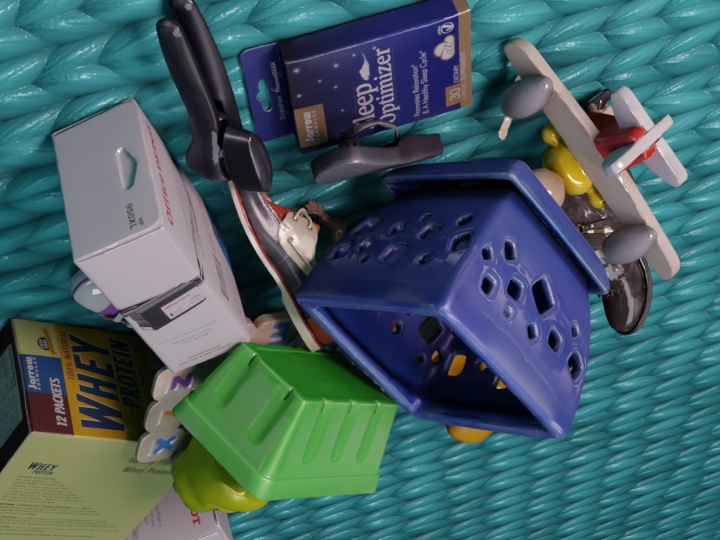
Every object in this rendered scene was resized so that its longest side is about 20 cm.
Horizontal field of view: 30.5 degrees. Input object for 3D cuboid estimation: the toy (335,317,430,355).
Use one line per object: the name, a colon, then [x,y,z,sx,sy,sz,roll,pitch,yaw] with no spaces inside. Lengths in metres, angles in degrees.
toy: [0.059,0.058,1.470,0.114,0.048,0.201,4,138,-29]

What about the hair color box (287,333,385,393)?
hair color box: [-0.065,0.130,1.477,0.099,0.061,0.199,-24,148,30]

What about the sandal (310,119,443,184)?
sandal: [0.010,-0.109,1.170,0.075,0.043,0.200,-13,-177,24]

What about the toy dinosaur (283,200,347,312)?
toy dinosaur: [0.000,0.000,1.333,0.197,0.086,0.136,-9,144,-23]

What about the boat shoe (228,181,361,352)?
boat shoe: [-0.062,-0.021,1.222,0.062,0.071,0.202,-26,106,7]

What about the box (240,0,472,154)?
box: [0.001,-0.166,1.152,0.197,0.033,0.122,-16,145,-5]

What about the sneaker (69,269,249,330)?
sneaker: [-0.184,0.054,1.285,0.199,0.115,0.073,13,136,-37]

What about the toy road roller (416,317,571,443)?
toy road roller: [0.142,0.118,1.412,0.198,0.147,0.123,25,122,-31]

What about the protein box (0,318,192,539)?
protein box: [-0.301,0.173,1.365,0.197,0.136,0.200,11,135,-37]

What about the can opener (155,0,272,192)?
can opener: [-0.124,-0.146,1.096,0.077,0.064,0.201,1,139,17]

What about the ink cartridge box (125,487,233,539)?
ink cartridge box: [-0.259,0.288,1.533,0.198,0.148,0.086,-20,145,0]

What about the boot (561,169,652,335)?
boot: [0.208,-0.012,1.350,0.172,0.203,0.069,-18,-167,-31]

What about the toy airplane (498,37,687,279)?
toy airplane: [0.207,-0.096,1.201,0.140,0.201,0.199,-35,144,1]

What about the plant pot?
plant pot: [0.096,0.016,1.183,0.199,0.181,0.200,0,143,49]

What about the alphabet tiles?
alphabet tiles: [-0.125,0.125,1.294,0.194,0.015,0.202,-8,131,-35]

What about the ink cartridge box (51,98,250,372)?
ink cartridge box: [-0.180,-0.027,1.148,0.083,0.146,0.201,-22,145,4]

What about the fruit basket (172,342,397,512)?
fruit basket: [-0.089,0.172,1.242,0.215,0.155,0.217,-33,145,-27]
